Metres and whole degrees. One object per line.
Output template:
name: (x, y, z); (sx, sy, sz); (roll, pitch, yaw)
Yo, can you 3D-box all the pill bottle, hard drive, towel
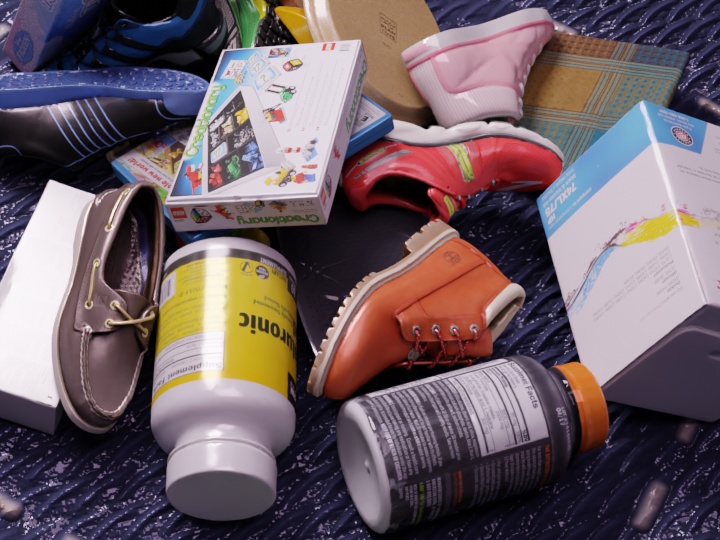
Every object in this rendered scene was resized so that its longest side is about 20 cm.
pill bottle: (0.090, 0.128, 1.224); (0.199, 0.106, 0.106); (-13, 58, -19)
hard drive: (0.000, 0.000, 1.336); (0.134, 0.042, 0.201); (-7, 56, -15)
pill bottle: (-0.104, 0.084, 1.216); (0.111, 0.111, 0.201); (4, 55, -7)
towel: (0.208, -0.146, 1.467); (0.146, 0.022, 0.200); (13, 51, 23)

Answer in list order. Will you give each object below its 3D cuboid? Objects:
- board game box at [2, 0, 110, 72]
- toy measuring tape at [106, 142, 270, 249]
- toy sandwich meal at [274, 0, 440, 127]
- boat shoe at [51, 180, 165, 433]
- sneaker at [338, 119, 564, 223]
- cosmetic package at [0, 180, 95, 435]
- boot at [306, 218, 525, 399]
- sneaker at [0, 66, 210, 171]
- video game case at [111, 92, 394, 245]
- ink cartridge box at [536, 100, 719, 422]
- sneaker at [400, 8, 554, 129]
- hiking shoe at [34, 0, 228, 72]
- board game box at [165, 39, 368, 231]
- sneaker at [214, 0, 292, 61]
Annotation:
board game box: (-0.209, -0.272, 1.393); (0.199, 0.200, 0.043); (-38, 88, -30)
toy measuring tape: (-0.144, -0.048, 1.345); (0.073, 0.074, 0.200); (-35, 45, -29)
toy sandwich meal: (-0.002, -0.213, 1.457); (0.205, 0.070, 0.206); (27, 50, -37)
boat shoe: (-0.188, 0.024, 1.219); (0.072, 0.059, 0.201); (25, 56, -36)
sneaker: (0.077, -0.074, 1.350); (0.199, 0.077, 0.085); (0, 57, -9)
cosmetic package: (-0.246, 0.027, 1.266); (0.082, 0.051, 0.200); (17, 54, 1)
boot: (0.045, 0.047, 1.236); (0.107, 0.075, 0.200); (36, 55, 17)
sneaker: (-0.225, -0.127, 1.351); (0.199, 0.078, 0.070); (-1, 24, 2)
video game case: (-0.091, -0.104, 1.322); (0.200, 0.018, 0.143); (-33, 45, -18)
ink cartridge box: (0.262, -0.004, 1.298); (0.146, 0.146, 0.201); (14, 49, -31)
sneaker: (0.125, -0.176, 1.464); (0.200, 0.075, 0.105); (-22, 85, -47)
hiking shoe: (-0.218, -0.203, 1.391); (0.200, 0.087, 0.074); (-28, 51, -5)
board game box: (-0.072, -0.113, 1.285); (0.126, 0.035, 0.200); (-2, 44, 16)
sneaker: (-0.109, -0.208, 1.457); (0.085, 0.078, 0.201); (-16, 59, 23)
